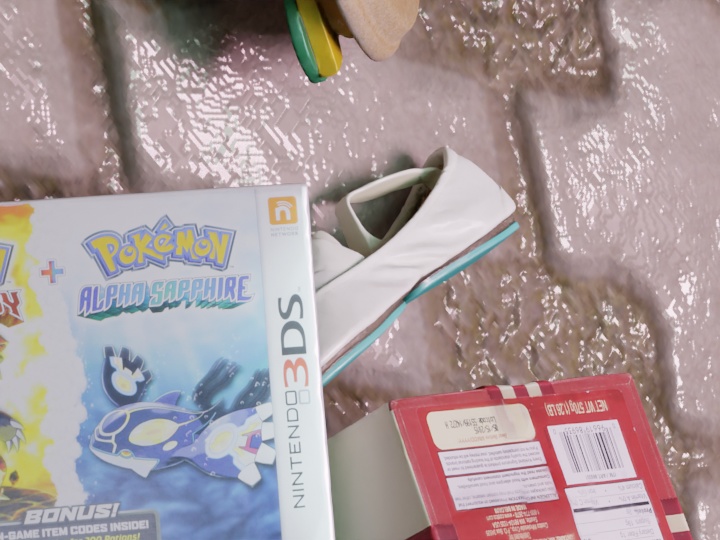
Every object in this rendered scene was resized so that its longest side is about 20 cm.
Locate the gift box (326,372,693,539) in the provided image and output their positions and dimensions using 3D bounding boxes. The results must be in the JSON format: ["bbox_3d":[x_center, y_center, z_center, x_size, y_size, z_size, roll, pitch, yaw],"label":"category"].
[{"bbox_3d":[0.036,0.144,1.336,0.184,0.187,0.201,2,63,-42],"label":"gift box"}]

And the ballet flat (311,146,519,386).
[{"bbox_3d":[0.000,0.000,1.407,0.200,0.069,0.070,-38,111,-44],"label":"ballet flat"}]

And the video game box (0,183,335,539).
[{"bbox_3d":[-0.113,0.060,1.227,0.199,0.047,0.183,-4,85,-10],"label":"video game box"}]

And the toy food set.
[{"bbox_3d":[-0.018,-0.192,1.371,0.198,0.049,0.200,-79,155,-63],"label":"toy food set"}]
